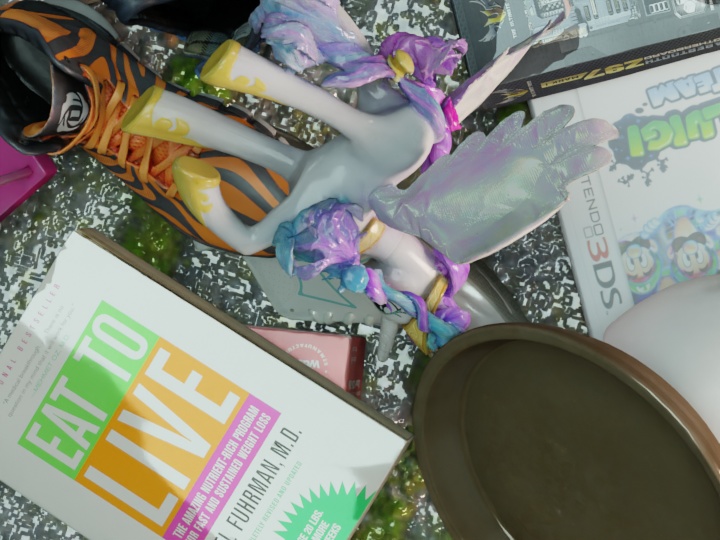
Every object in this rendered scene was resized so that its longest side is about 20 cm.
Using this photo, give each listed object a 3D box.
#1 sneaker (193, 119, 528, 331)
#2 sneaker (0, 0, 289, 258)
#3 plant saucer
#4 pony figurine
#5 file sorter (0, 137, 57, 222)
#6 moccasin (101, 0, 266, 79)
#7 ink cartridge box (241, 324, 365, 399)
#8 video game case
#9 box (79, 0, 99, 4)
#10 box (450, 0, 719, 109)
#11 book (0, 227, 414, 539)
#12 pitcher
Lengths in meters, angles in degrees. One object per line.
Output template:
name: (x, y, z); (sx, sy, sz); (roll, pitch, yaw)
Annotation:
sneaker: (0.000, 0.000, 1.396); (0.200, 0.070, 0.080); (33, 98, 14)
sneaker: (-0.121, -0.066, 1.339); (0.200, 0.112, 0.078); (33, 106, 12)
plant saucer: (0.112, 0.107, 1.300); (0.200, 0.200, 0.029); (46, 51, 6)
pony figurine: (0.013, -0.060, 1.279); (0.200, 0.167, 0.193); (37, 115, -19)
file sorter: (-0.290, -0.041, 1.364); (0.200, 0.125, 0.139); (-38, 84, 27)
moccasin: (-0.078, -0.132, 1.342); (0.080, 0.200, 0.068); (-34, 69, 30)
ink cartridge box: (-0.066, 0.128, 1.395); (0.116, 0.067, 0.201); (5, 89, 7)
video game case: (0.203, -0.041, 1.390); (0.199, 0.024, 0.183); (-15, 87, 6)
box: (-0.133, -0.257, 1.391); (0.127, 0.109, 0.201); (-19, 86, 8)
box: (0.113, -0.200, 1.380); (0.157, 0.051, 0.201); (-15, 79, 6)
book: (-0.092, 0.087, 1.347); (0.200, 0.048, 0.134); (32, 95, 5)
pitcher: (0.219, 0.035, 1.302); (0.199, 0.121, 0.172); (-6, 114, 11)
